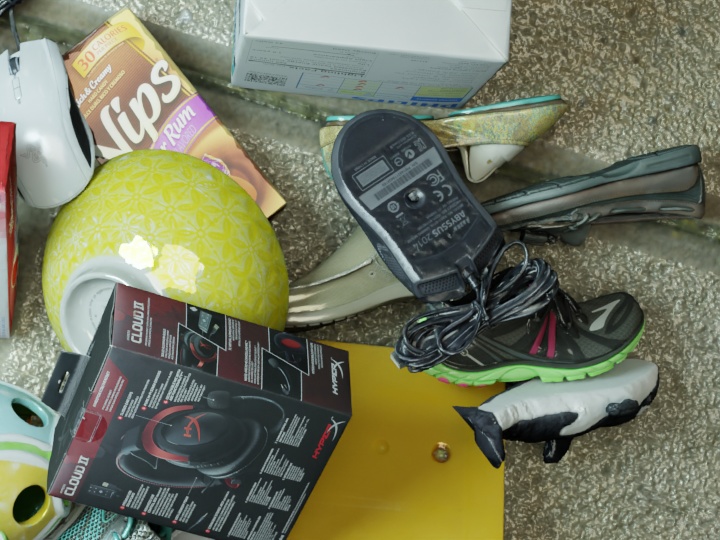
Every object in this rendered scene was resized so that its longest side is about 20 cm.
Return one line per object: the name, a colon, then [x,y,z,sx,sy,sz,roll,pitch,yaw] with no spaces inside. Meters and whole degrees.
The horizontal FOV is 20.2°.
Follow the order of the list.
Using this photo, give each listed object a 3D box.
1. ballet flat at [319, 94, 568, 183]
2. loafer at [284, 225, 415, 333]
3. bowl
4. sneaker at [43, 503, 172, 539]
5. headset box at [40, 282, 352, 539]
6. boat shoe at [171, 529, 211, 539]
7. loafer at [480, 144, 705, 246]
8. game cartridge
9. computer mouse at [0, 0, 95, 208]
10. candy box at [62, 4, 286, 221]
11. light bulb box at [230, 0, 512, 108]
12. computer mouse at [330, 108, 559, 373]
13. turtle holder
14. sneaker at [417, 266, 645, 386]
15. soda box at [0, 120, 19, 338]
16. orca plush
ballet flat: [0.068,-0.097,1.599,0.198,0.071,0.071,-6,88,-1]
loafer: [0.000,0.000,1.584,0.198,0.076,0.069,-15,87,-17]
bowl: [-0.162,0.022,1.495,0.199,0.108,0.202,8,113,20]
sneaker: [-0.188,0.208,1.499,0.078,0.091,0.201,43,53,-27]
headset box: [-0.124,0.105,1.430,0.199,0.075,0.149,16,124,-15]
boat shoe: [-0.160,0.251,1.550,0.200,0.069,0.072,-41,92,-7]
loafer: [0.184,-0.048,1.609,0.198,0.072,0.063,-16,95,-9]
game cartridge: [0.013,0.142,1.565,0.198,0.033,0.178,6,62,-5]
computer mouse: [-0.251,-0.141,1.516,0.109,0.044,0.201,-25,64,6]
candy box: [-0.164,-0.091,1.576,0.116,0.056,0.200,-40,90,-6]
light bulb box: [0.004,-0.206,1.529,0.196,0.200,0.126,5,85,-6]
computer mouse: [0.046,-0.029,1.532,0.138,0.053,0.201,-29,76,-8]
turtle holder: [-0.282,0.151,1.480,0.131,0.186,0.142,-3,92,0]
sneaker: [0.137,0.039,1.572,0.198,0.077,0.084,-7,112,-24]
soda box: [-0.287,-0.029,1.484,0.069,0.201,0.064,5,57,-5]
orca plush: [0.157,0.124,1.571,0.105,0.199,0.072,16,113,33]
